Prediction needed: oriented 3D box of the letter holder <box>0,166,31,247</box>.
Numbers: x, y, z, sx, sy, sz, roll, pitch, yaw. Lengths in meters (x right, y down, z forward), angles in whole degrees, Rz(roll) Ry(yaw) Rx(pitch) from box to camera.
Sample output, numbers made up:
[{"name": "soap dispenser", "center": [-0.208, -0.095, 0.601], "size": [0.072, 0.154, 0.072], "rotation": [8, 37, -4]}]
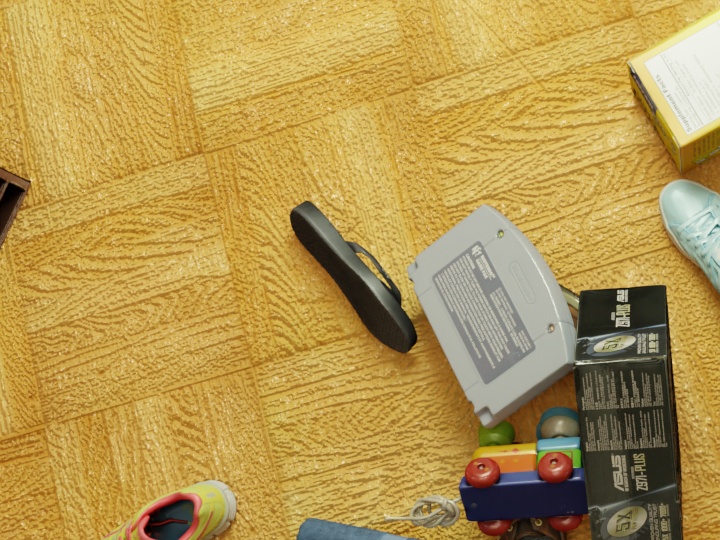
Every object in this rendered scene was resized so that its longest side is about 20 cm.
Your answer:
[{"name": "letter holder", "center": [-0.506, -0.084, 1.765], "size": [0.200, 0.101, 0.142], "rotation": [24, 87, 17]}]

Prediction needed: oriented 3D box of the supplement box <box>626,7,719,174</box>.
[{"name": "supplement box", "center": [0.385, -0.202, 1.568], "size": [0.200, 0.110, 0.109], "rotation": [-29, 74, 6]}]

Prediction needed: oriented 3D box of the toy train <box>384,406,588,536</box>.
[{"name": "toy train", "center": [0.125, 0.193, 1.523], "size": [0.199, 0.085, 0.116], "rotation": [-6, 37, 13]}]

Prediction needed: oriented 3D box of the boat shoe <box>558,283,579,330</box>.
[{"name": "boat shoe", "center": [0.187, 0.044, 1.591], "size": [0.200, 0.076, 0.074], "rotation": [37, 94, 25]}]

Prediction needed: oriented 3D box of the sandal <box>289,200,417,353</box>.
[{"name": "sandal", "center": [0.000, -0.001, 1.644], "size": [0.043, 0.076, 0.200], "rotation": [-31, 72, -22]}]

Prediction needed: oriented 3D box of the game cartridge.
[{"name": "game cartridge", "center": [0.136, 0.040, 1.546], "size": [0.133, 0.041, 0.200], "rotation": [-40, 58, 25]}]

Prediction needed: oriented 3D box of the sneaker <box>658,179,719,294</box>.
[{"name": "sneaker", "center": [0.371, -0.018, 1.549], "size": [0.074, 0.082, 0.200], "rotation": [-39, 73, 3]}]

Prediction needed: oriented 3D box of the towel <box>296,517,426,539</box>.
[{"name": "towel", "center": [0.040, 0.290, 1.534], "size": [0.199, 0.112, 0.049], "rotation": [6, 72, 31]}]

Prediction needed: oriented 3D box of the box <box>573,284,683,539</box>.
[{"name": "box", "center": [0.254, 0.137, 1.463], "size": [0.086, 0.164, 0.201], "rotation": [-4, 113, 12]}]

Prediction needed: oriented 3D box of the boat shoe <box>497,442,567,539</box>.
[{"name": "boat shoe", "center": [0.173, 0.267, 1.548], "size": [0.070, 0.070, 0.201], "rotation": [-18, 74, 13]}]

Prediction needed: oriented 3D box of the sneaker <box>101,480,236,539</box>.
[{"name": "sneaker", "center": [-0.228, 0.286, 1.629], "size": [0.200, 0.090, 0.078], "rotation": [-40, 75, 5]}]
